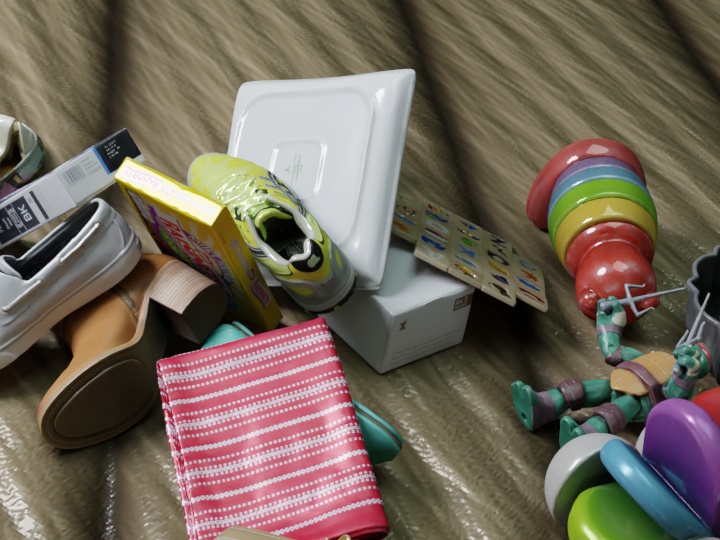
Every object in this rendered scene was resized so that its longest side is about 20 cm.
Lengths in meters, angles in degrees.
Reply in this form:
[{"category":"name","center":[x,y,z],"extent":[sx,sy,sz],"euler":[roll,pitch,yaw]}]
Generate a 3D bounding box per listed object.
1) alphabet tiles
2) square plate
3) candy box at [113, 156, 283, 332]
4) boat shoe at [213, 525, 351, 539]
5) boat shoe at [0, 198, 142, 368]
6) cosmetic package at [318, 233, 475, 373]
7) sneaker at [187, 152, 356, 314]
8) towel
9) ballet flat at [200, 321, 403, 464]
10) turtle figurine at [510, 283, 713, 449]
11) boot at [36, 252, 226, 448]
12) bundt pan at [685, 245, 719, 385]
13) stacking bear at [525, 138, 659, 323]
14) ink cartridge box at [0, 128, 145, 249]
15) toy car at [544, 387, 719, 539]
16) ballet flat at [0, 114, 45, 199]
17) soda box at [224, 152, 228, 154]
[{"category":"alphabet tiles","center":[0.098,-0.020,1.322],"extent":[0.166,0.006,0.200],"euler":[28,16,-3]},{"category":"square plate","center":[-0.053,-0.084,1.265],"extent":[0.197,0.201,0.028],"euler":[1,-15,33]},{"category":"candy box","center":[-0.132,-0.017,1.190],"extent":[0.102,0.200,0.026],"euler":[24,70,22]},{"category":"boat shoe","center":[-0.010,0.220,0.973],"extent":[0.199,0.074,0.069],"euler":[24,41,4]},{"category":"boat shoe","center":[-0.272,0.016,1.141],"extent":[0.199,0.069,0.072],"euler":[-32,34,0]},{"category":"cosmetic package","center":[0.000,0.000,1.292],"extent":[0.101,0.074,0.200],"euler":[-18,45,-34]},{"category":"sneaker","center":[-0.079,-0.048,1.196],"extent":[0.075,0.077,0.200],"euler":[-44,57,-11]},{"category":"towel","center":[-0.070,0.131,1.063],"extent":[0.144,0.023,0.201],"euler":[-14,54,-6]},{"category":"ballet flat","center":[-0.059,0.114,1.134],"extent":[0.200,0.068,0.070],"euler":[31,64,29]},{"category":"turtle figurine","center":[0.234,0.087,1.193],"extent":[0.199,0.101,0.150],"euler":[-27,18,-21]},{"category":"boot","center":[-0.223,0.056,1.172],"extent":[0.154,0.074,0.200],"euler":[19,47,37]},{"category":"bundt pan","center":[0.386,0.059,1.289],"extent":[0.201,0.076,0.202],"euler":[7,35,-5]},{"category":"stacking bear","center":[0.234,-0.026,1.356],"extent":[0.121,0.114,0.201],"euler":[5,39,-5]},{"category":"ink cartridge box","center":[-0.283,-0.056,1.225],"extent":[0.199,0.039,0.099],"euler":[-25,13,38]},{"category":"toy car","center":[0.247,0.159,1.050],"extent":[0.199,0.151,0.175],"euler":[-11,40,-26]},{"category":"ballet flat","center":[-0.353,-0.105,1.362],"extent":[0.069,0.071,0.200],"euler":[12,34,5]},{"category":"soda box","center":[-0.065,-0.095,1.415],"extent":[0.064,0.068,0.200],"euler":[33,41,32]}]
